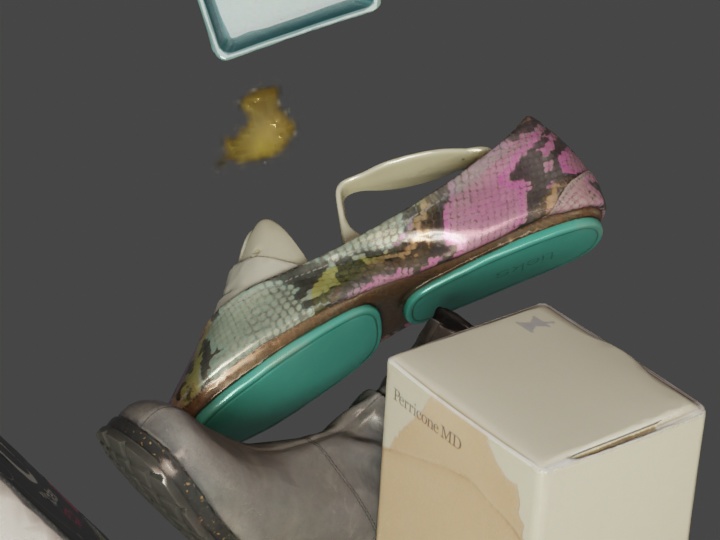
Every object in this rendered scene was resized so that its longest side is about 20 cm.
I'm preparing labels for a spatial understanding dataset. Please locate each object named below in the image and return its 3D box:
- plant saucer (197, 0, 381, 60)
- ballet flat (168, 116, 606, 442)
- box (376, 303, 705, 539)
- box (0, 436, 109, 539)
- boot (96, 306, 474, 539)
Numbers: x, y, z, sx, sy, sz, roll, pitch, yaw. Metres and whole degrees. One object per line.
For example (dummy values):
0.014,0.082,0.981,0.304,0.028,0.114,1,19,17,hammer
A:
-0.057,-0.187,1.021,0.070,0.019,0.200,-19,94,-6,plant saucer
0.000,0.000,1.012,0.200,0.069,0.071,-28,69,-13,ballet flat
0.060,0.124,0.952,0.078,0.095,0.200,-18,124,-32,box
-0.178,0.095,0.959,0.200,0.122,0.106,44,86,-6,box
-0.005,0.062,0.970,0.132,0.200,0.070,-50,52,-3,boot
